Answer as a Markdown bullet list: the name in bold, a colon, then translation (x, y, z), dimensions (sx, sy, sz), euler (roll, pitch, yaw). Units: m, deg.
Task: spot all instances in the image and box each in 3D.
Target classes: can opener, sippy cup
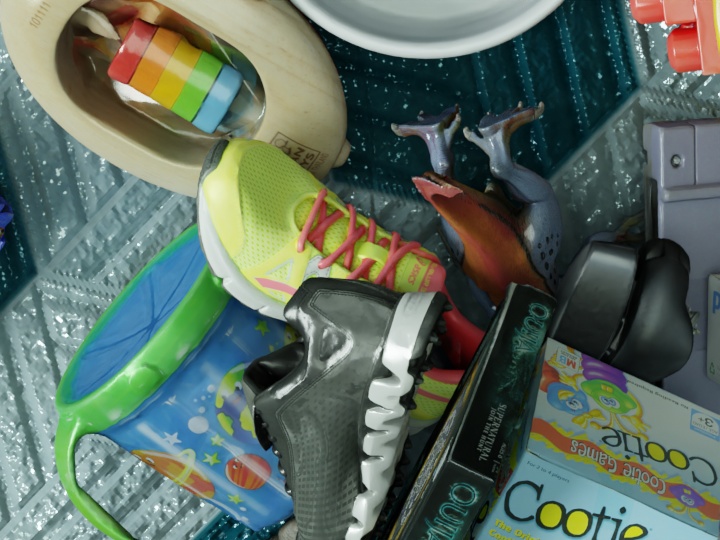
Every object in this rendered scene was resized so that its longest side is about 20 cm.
- **can opener**: translation (0.121, 0.069, 1.224), dimensions (0.078, 0.064, 0.201), euler (19, 122, 3)
- **sippy cup**: translation (-0.071, 0.063, 1.252), dimensions (0.130, 0.140, 0.178), euler (41, 112, -16)

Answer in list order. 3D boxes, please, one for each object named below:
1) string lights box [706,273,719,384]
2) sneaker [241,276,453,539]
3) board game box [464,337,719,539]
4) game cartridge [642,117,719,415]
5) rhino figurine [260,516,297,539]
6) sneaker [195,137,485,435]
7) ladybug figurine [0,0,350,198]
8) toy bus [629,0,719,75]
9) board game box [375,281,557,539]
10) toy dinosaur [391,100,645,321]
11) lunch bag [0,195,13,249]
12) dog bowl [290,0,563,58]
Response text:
- **string lights box**: translation (0.288, 0.031, 1.206), dimensions (0.198, 0.103, 0.060), euler (-4, 102, -15)
- **sneaker**: translation (-0.019, 0.080, 1.176), dimensions (0.090, 0.067, 0.201), euler (20, 126, 7)
- **board game box**: translation (0.093, 0.154, 1.181), dimensions (0.104, 0.103, 0.201), euler (24, 122, -3)
- **game cartridge**: translation (0.214, 0.018, 1.252), dimensions (0.128, 0.038, 0.202), euler (-5, 100, -12)
- **rhino figurine**: translation (-0.059, 0.181, 1.285), dimensions (0.060, 0.087, 0.200), euler (42, 105, 10)
- **sneaker**: translation (0.000, 0.000, 1.193), dimensions (0.090, 0.079, 0.200), euler (-16, 129, 44)
- **ladybug figurine**: translation (-0.091, -0.113, 1.233), dimensions (0.199, 0.072, 0.136), euler (32, 123, -11)
- **toy bus**: translation (0.228, -0.132, 1.165), dimensions (0.190, 0.200, 0.137), euler (-4, 98, 12)
- **board game box**: translation (0.036, 0.117, 1.153), dimensions (0.028, 0.136, 0.201), euler (25, 131, 0)
- **toy dinosaur**: translation (0.070, 0.005, 1.222), dimensions (0.104, 0.200, 0.183), euler (-5, 110, 31)
- **lunch bag**: translation (-0.307, -0.010, 1.252), dimensions (0.199, 0.124, 0.171), euler (30, 101, -17)
- **dog bowl**: translation (0.035, -0.214, 1.214), dimensions (0.198, 0.079, 0.202), euler (0, 101, 2)
